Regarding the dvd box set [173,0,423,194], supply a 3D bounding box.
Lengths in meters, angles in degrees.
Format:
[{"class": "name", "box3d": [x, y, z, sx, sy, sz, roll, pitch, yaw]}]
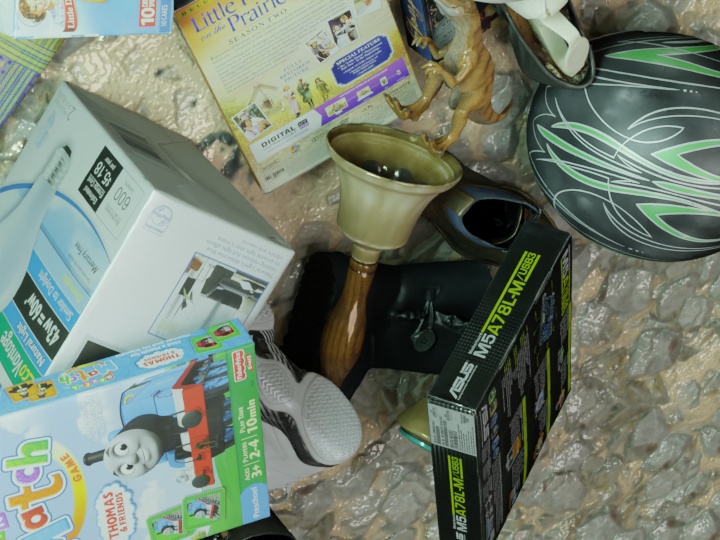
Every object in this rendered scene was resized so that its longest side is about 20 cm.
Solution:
[{"class": "dvd box set", "box3d": [-0.044, -0.160, 1.367, 0.146, 0.029, 0.200, -31, 139, -4]}]

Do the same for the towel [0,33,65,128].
[{"class": "towel", "box3d": [-0.275, -0.160, 1.265, 0.144, 0.023, 0.200, 28, 101, -39]}]

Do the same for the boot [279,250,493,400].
[{"class": "boot", "box3d": [0.017, 0.079, 1.539, 0.168, 0.076, 0.200, 6, 111, -32]}]

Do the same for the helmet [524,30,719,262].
[{"class": "helmet", "box3d": [0.237, -0.099, 1.508, 0.191, 0.200, 0.200, -9, 122, -46]}]

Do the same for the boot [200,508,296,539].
[{"class": "boot", "box3d": [-0.149, 0.182, 1.461, 0.200, 0.138, 0.077, 1, 116, -30]}]

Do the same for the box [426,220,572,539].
[{"class": "box", "box3d": [0.114, 0.096, 1.481, 0.200, 0.047, 0.193, 82, 29, -48]}]

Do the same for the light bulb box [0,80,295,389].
[{"class": "light bulb box", "box3d": [-0.177, 0.009, 1.306, 0.125, 0.198, 0.200, 24, 102, -36]}]

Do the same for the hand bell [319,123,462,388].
[{"class": "hand bell", "box3d": [0.000, 0.000, 1.424, 0.104, 0.104, 0.200, 0, 120, -31]}]

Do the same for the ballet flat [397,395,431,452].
[{"class": "ballet flat", "box3d": [0.078, 0.124, 1.574, 0.063, 0.069, 0.200, -61, 166, -2]}]

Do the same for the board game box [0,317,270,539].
[{"class": "board game box", "box3d": [-0.162, 0.126, 1.234, 0.200, 0.037, 0.151, -16, 127, -17]}]

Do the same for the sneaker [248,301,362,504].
[{"class": "sneaker", "box3d": [-0.099, 0.091, 1.449, 0.115, 0.200, 0.075, -45, 177, 37]}]

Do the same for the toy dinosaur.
[{"class": "toy dinosaur", "box3d": [0.080, -0.132, 1.403, 0.106, 0.060, 0.200, -41, 151, -10]}]

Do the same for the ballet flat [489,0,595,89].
[{"class": "ballet flat", "box3d": [0.133, -0.200, 1.384, 0.068, 0.068, 0.200, -46, 144, -5]}]

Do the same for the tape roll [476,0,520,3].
[{"class": "tape roll", "box3d": [0.093, -0.286, 1.301, 0.203, 0.037, 0.203, 2, 84, -25]}]

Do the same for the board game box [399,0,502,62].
[{"class": "board game box", "box3d": [0.112, -0.259, 1.397, 0.200, 0.035, 0.136, -36, 142, -17]}]

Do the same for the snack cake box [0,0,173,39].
[{"class": "snack cake box", "box3d": [-0.181, -0.254, 1.218, 0.115, 0.067, 0.200, -8, 113, -33]}]

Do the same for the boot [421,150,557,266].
[{"class": "boot", "box3d": [0.112, -0.031, 1.520, 0.200, 0.097, 0.075, 28, 100, -38]}]
